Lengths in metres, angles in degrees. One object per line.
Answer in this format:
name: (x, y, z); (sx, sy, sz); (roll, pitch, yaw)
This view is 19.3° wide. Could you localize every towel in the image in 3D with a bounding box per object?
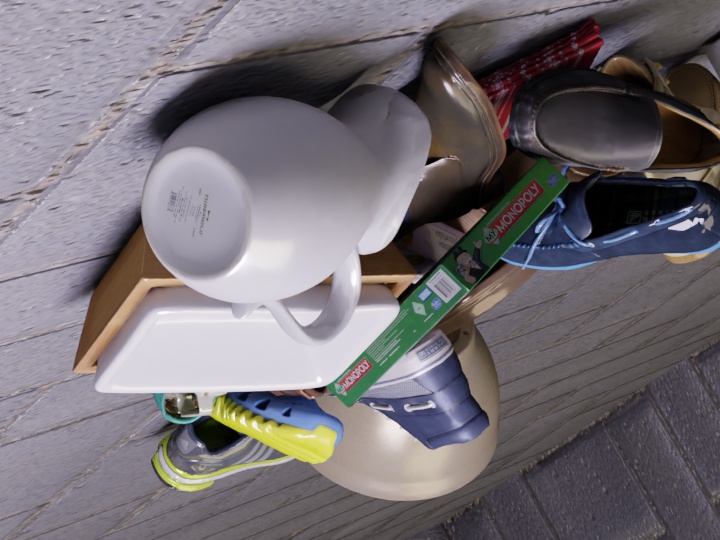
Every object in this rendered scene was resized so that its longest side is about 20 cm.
towel: (0.081, -0.111, 1.553); (0.199, 0.023, 0.145); (-26, 167, -13)

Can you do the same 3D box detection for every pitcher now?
pitcher: (-0.047, -0.024, 1.298); (0.200, 0.121, 0.172); (-16, 119, -58)

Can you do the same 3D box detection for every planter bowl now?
planter bowl: (0.038, 0.092, 1.942); (0.200, 0.200, 0.135); (-22, 141, -30)

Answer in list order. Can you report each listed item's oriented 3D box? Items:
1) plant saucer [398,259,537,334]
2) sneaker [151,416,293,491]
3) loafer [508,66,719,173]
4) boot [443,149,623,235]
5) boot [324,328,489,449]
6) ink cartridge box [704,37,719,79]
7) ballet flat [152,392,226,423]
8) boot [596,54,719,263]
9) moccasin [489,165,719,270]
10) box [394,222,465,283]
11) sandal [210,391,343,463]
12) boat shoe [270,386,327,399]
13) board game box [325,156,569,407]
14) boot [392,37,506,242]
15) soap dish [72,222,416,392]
plant saucer: (0.099, 0.000, 1.844); (0.200, 0.030, 0.200); (-34, -167, 9)
sneaker: (-0.103, 0.152, 2.059); (0.200, 0.074, 0.081); (-24, 163, -33)
loafer: (0.188, -0.104, 1.515); (0.200, 0.073, 0.072); (-2, -165, -43)
boot: (0.136, -0.059, 1.770); (0.200, 0.077, 0.155); (-29, 173, -29)
boot: (0.032, 0.108, 1.763); (0.073, 0.091, 0.200); (-33, -173, -22)
ink cartridge box: (0.406, -0.208, 1.758); (0.200, 0.084, 0.145); (-38, 165, 34)
ballet flat: (-0.128, 0.077, 1.718); (0.067, 0.071, 0.200); (-18, 164, -20)
boot: (0.239, -0.126, 1.694); (0.073, 0.201, 0.156); (-13, 135, 29)
moccasin: (0.180, -0.050, 1.599); (0.199, 0.081, 0.068); (-9, 152, 27)
box: (0.028, -0.023, 1.605); (0.041, 0.039, 0.200); (-16, 163, 22)
sandal: (-0.077, 0.102, 1.800); (0.079, 0.200, 0.087); (37, 81, -37)
boat shoe: (-0.057, 0.044, 1.662); (0.200, 0.070, 0.071); (80, 33, -67)
board game box: (0.059, 0.011, 1.518); (0.135, 0.029, 0.200); (-47, 180, -37)
boot: (0.041, -0.077, 1.424); (0.097, 0.075, 0.200); (-32, 155, -7)
soap dish: (-0.084, 0.021, 1.456); (0.199, 0.082, 0.157); (-1, 155, -26)
